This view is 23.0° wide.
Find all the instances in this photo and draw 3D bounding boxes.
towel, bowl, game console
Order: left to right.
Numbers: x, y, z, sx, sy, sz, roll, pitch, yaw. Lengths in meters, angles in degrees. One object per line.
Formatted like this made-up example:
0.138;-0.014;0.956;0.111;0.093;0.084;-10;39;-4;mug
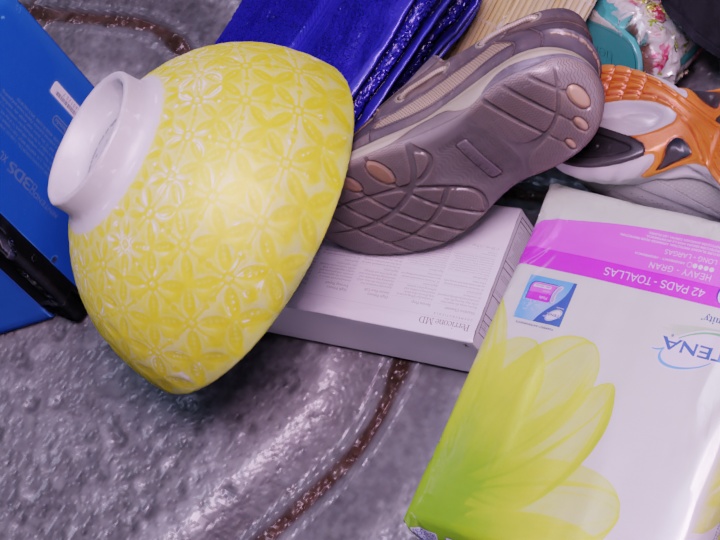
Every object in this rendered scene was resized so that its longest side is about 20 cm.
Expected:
-0.244;-0.055;1.072;0.117;0.200;0.172;14;67;34;game console
-0.103;-0.047;0.955;0.200;0.107;0.202;-41;34;35;bowl
-0.026;-0.136;1.063;0.148;0.049;0.199;-55;32;-6;towel

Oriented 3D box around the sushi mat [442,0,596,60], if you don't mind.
0.081;-0.135;1.013;0.096;0.012;0.201;42;111;39;sushi mat

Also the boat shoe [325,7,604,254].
0.050;-0.071;0.929;0.199;0.074;0.074;-25;34;36;boat shoe

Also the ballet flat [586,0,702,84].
0.123;-0.160;1.040;0.063;0.076;0.200;-24;48;-29;ballet flat

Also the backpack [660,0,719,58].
0.241;-0.190;0.909;0.189;0.202;0.154;27;45;32;backpack

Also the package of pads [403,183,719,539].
0.131;0.067;0.873;0.153;0.068;0.202;15;72;35;package of pads

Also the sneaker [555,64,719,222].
0.194;-0.051;0.902;0.198;0.092;0.076;17;75;35;sneaker

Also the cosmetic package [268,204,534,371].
0.000;0.000;1.001;0.198;0.051;0.083;10;65;33;cosmetic package
